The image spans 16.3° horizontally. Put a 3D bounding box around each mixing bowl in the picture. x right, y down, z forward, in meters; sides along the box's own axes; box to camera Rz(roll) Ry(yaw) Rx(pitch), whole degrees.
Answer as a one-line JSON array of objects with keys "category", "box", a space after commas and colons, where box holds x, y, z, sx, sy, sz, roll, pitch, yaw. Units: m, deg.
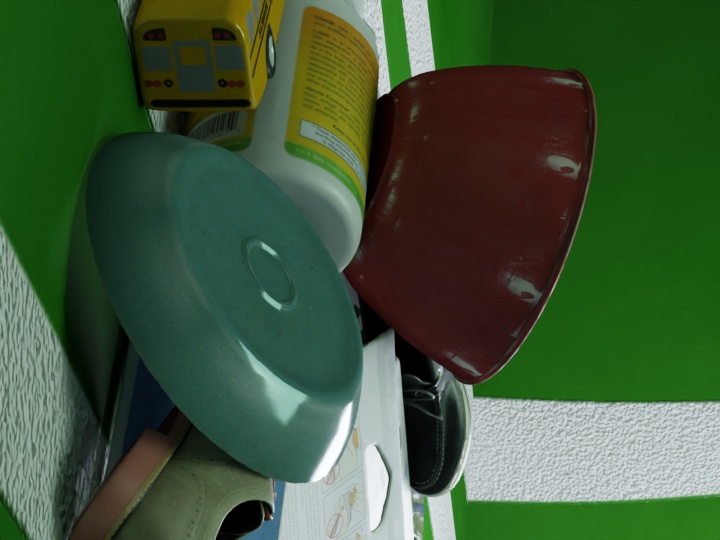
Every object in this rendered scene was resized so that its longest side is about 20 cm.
[{"category": "mixing bowl", "box": [0.049, -0.044, 1.503, 0.200, 0.108, 0.202, -160, -90, -74]}]

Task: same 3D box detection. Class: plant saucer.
[{"category": "plant saucer", "box": [-0.057, 0.009, 1.256, 0.200, 0.036, 0.201, 42, 29, -30]}]

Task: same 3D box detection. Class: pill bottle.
[{"category": "pill bottle", "box": [-0.046, -0.096, 1.482, 0.112, 0.110, 0.201, 82, 11, -50]}]

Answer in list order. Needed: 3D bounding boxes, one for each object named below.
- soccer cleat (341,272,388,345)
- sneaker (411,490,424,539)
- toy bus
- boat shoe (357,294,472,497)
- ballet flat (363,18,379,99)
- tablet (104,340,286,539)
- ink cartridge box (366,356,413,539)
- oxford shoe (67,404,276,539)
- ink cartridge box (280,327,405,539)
[{"category": "soccer cleat", "box": [0.000, 0.000, 1.707, 0.069, 0.084, 0.201, -82, 171, -52]}, {"category": "sneaker", "box": [0.032, 0.215, 2.335, 0.090, 0.066, 0.202, -89, 179, -57]}, {"category": "toy bus", "box": [-0.078, -0.164, 1.407, 0.201, 0.064, 0.079, -81, 167, -50]}, {"category": "boat shoe", "box": [0.030, 0.064, 1.666, 0.062, 0.074, 0.202, -30, 126, -42]}, {"category": "ballet flat", "box": [-0.025, -0.135, 1.626, 0.200, 0.069, 0.070, -84, 172, -66]}, {"category": "tablet", "box": [-0.084, 0.098, 1.329, 0.130, 0.014, 0.201, 41, 39, -34]}, {"category": "ink cartridge box", "box": [-0.029, 0.167, 1.644, 0.201, 0.087, 0.146, 82, 25, -43]}, {"category": "oxford shoe", "box": [-0.072, 0.099, 1.246, 0.071, 0.075, 0.200, -55, 177, 36]}, {"category": "ink cartridge box", "box": [-0.042, 0.149, 1.481, 0.173, 0.043, 0.202, -34, 130, -45]}]
